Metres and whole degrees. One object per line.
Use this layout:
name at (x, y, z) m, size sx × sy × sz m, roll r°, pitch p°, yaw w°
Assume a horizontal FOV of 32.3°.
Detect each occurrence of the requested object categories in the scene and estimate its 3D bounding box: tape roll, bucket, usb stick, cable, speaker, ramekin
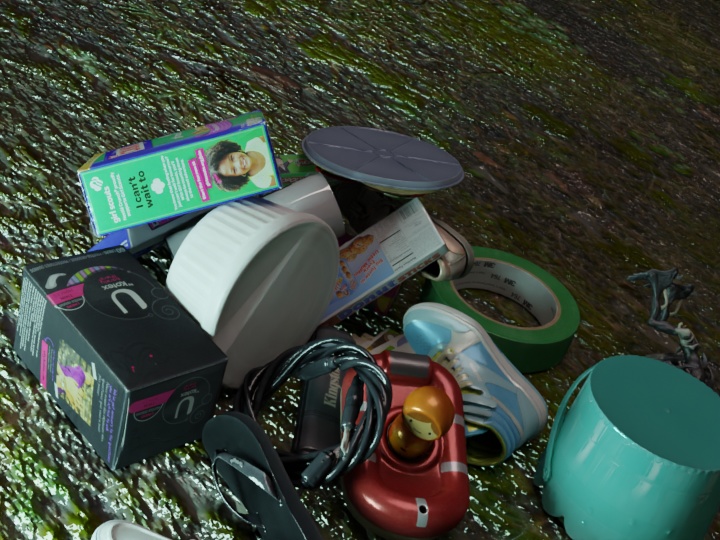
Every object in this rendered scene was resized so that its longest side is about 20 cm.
tape roll at (0.174, 0.046, 1.558) m, size 0.198 × 0.049 × 0.201 m, roll 14°, pitch 32°, yaw -9°
bucket at (0.297, 0.196, 1.313) m, size 0.204 × 0.136 × 0.208 m, roll 15°, pitch 31°, yaw -9°
usb stick at (-0.037, 0.134, 1.313) m, size 0.055 × 0.033 × 0.201 m, roll 15°, pitch 37°, yaw -6°
cable at (-0.056, 0.132, 1.225) m, size 0.051 × 0.163 × 0.200 m, roll 44°, pitch -1°, yaw -37°
speaker at (-0.119, -0.039, 1.422) m, size 0.198 × 0.082 × 0.081 m, roll -24°, pitch 44°, yaw -9°
ramekin at (-0.119, 0.015, 1.307) m, size 0.094 × 0.204 × 0.201 m, roll 31°, pitch 34°, yaw 27°

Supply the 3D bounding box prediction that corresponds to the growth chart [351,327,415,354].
growth chart at (0.051, 0.113, 1.421) m, size 0.199 × 0.018 × 0.144 m, roll -17°, pitch 46°, yaw -43°

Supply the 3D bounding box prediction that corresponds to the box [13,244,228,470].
box at (-0.241, 0.081, 1.230) m, size 0.121 × 0.107 × 0.200 m, roll -16°, pitch 47°, yaw -41°

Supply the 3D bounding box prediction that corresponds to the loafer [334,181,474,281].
loafer at (0.042, -0.051, 1.461) m, size 0.199 × 0.073 × 0.063 m, roll 33°, pitch 31°, yaw 25°

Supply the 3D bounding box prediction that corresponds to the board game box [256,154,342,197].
board game box at (-0.089, -0.094, 1.537) m, size 0.198 × 0.135 × 0.029 m, roll -6°, pitch 61°, yaw -42°

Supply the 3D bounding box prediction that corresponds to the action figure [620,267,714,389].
action figure at (0.377, 0.105, 1.527) m, size 0.118 × 0.101 × 0.203 m, roll 19°, pitch 60°, yaw -58°

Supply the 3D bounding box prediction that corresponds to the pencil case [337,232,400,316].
pencil case at (-0.038, -0.013, 1.503) m, size 0.198 × 0.089 × 0.089 m, roll 21°, pitch 32°, yaw 2°

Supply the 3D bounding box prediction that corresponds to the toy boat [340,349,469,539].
toy boat at (0.053, 0.159, 1.214) m, size 0.129 × 0.131 × 0.202 m, roll 8°, pitch 56°, yaw -15°

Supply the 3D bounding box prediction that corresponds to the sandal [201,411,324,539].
sandal at (-0.096, 0.205, 1.147) m, size 0.042 × 0.077 × 0.200 m, roll -7°, pitch 40°, yaw -37°

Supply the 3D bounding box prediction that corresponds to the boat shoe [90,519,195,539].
boat shoe at (-0.141, 0.260, 1.050) m, size 0.198 × 0.066 × 0.074 m, roll 28°, pitch 33°, yaw 13°

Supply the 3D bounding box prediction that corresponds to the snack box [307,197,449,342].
snack box at (0.000, 0.000, 1.417) m, size 0.072 × 0.199 × 0.024 m, roll 60°, pitch 6°, yaw 28°

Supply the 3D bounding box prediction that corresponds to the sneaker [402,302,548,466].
sneaker at (0.105, 0.126, 1.346) m, size 0.200 × 0.080 × 0.130 m, roll 41°, pitch 37°, yaw 10°

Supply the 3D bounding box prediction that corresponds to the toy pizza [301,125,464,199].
toy pizza at (0.025, -0.126, 1.480) m, size 0.197 × 0.032 × 0.201 m, roll 10°, pitch 22°, yaw -4°

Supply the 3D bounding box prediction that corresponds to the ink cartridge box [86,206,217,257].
ink cartridge box at (-0.249, -0.040, 1.420) m, size 0.037 × 0.094 × 0.200 m, roll 57°, pitch 38°, yaw -3°

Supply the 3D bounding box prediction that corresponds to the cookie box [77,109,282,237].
cookie box at (-0.189, -0.107, 1.327) m, size 0.197 × 0.076 × 0.171 m, roll -16°, pitch 13°, yaw -3°
